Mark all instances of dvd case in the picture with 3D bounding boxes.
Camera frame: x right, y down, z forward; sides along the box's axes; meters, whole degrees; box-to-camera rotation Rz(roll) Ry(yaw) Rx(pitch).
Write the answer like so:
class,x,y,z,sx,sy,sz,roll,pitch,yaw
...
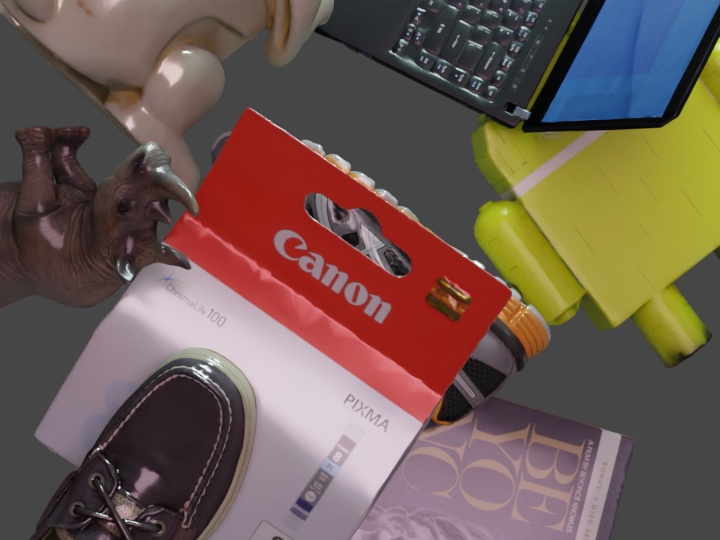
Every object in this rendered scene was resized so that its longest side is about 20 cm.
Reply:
class,x,y,z,sx,sy,sz,roll,pitch,yaw
dvd case,0.033,0.132,1.154,0.199,0.016,0.149,17,81,-9

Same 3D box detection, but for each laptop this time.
class,x,y,z,sx,sy,sz,roll,pitch,yaw
laptop,0.098,-0.172,1.126,0.199,0.103,0.178,27,73,6

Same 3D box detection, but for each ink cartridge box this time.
class,x,y,z,sx,sy,sz,roll,pitch,yaw
ink cartridge box,-0.045,0.048,1.071,0.160,0.047,0.200,35,116,3

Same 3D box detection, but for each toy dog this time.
class,x,y,z,sx,sy,sz,roll,pitch,yaw
toy dog,-0.081,-0.173,1.071,0.200,0.194,0.139,-46,56,-5

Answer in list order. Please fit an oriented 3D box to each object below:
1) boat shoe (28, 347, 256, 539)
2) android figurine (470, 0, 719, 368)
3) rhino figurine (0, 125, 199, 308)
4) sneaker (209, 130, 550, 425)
class,x,y,z,sx,sy,sz,roll,pitch,yaw
boat shoe,-0.118,0.127,1.059,0.072,0.065,0.200,38,111,5
android figurine,0.142,-0.054,1.182,0.182,0.041,0.200,-35,93,-12
rhino figurine,-0.147,-0.025,1.063,0.060,0.199,0.088,-7,94,-50
sneaker,0.000,0.000,1.128,0.200,0.078,0.077,37,87,2
